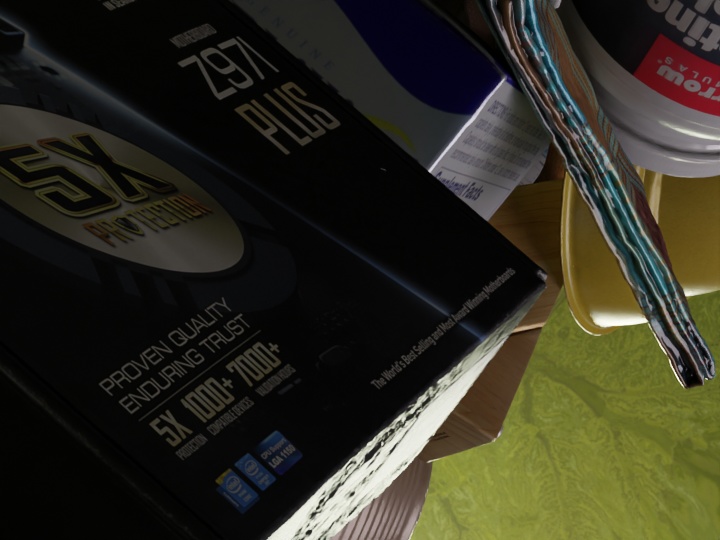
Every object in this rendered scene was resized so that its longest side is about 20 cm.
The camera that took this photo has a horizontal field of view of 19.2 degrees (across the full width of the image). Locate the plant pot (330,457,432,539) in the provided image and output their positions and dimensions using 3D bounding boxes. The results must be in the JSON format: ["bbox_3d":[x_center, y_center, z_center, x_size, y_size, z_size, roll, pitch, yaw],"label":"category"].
[{"bbox_3d":[-0.025,0.107,1.126,0.201,0.092,0.202,-53,-155,38],"label":"plant pot"}]

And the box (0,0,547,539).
[{"bbox_3d":[-0.065,0.009,0.568,0.086,0.164,0.200,-55,169,31],"label":"box"}]

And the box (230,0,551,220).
[{"bbox_3d":[-0.031,-0.021,0.812,0.200,0.105,0.184,-50,171,7],"label":"box"}]

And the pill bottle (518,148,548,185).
[{"bbox_3d":[0.073,-0.032,1.289,0.200,0.109,0.109,-46,171,-24],"label":"pill bottle"}]

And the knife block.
[{"bbox_3d":[0.000,0.000,0.989,0.064,0.175,0.201,-24,-146,55],"label":"knife block"}]

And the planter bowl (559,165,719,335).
[{"bbox_3d":[0.174,-0.056,1.038,0.200,0.083,0.201,-41,139,-49],"label":"planter bowl"}]

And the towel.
[{"bbox_3d":[0.080,-0.067,0.805,0.022,0.200,0.147,-25,-144,11],"label":"towel"}]

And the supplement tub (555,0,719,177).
[{"bbox_3d":[0.161,-0.142,0.868,0.140,0.140,0.200,-44,170,-33],"label":"supplement tub"}]

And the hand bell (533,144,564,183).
[{"bbox_3d":[0.114,-0.072,1.176,0.104,0.104,0.201,-40,152,-47],"label":"hand bell"}]

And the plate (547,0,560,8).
[{"bbox_3d":[0.091,-0.214,0.659,0.200,0.032,0.201,107,0,-64],"label":"plate"}]

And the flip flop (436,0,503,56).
[{"bbox_3d":[0.062,-0.134,0.961,0.200,0.058,0.081,-53,171,20],"label":"flip flop"}]
